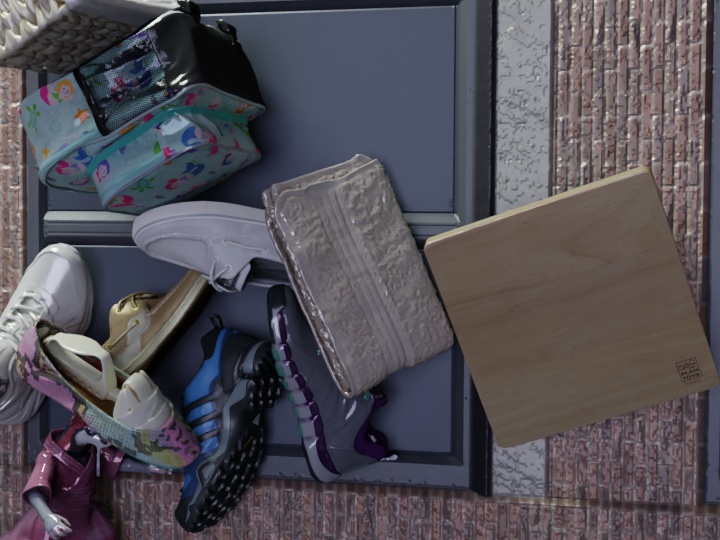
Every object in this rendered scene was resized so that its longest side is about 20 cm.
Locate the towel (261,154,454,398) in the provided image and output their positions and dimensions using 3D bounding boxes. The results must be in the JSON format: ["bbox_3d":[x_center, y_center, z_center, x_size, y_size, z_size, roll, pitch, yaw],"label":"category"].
[{"bbox_3d":[0.000,0.000,1.126,0.034,0.132,0.200,-28,85,56],"label":"towel"}]

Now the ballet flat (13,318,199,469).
[{"bbox_3d":[-0.231,0.108,1.145,0.200,0.069,0.071,31,127,12],"label":"ballet flat"}]

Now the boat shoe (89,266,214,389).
[{"bbox_3d":[-0.214,0.058,1.201,0.066,0.074,0.200,42,101,4],"label":"boat shoe"}]

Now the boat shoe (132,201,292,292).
[{"bbox_3d":[-0.110,-0.012,1.147,0.200,0.072,0.069,9,57,-12],"label":"boat shoe"}]

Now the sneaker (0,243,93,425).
[{"bbox_3d":[-0.327,0.068,1.216,0.078,0.099,0.200,25,98,12],"label":"sneaker"}]

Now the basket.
[{"bbox_3d":[-0.271,-0.259,1.144,0.123,0.200,0.136,-34,84,19],"label":"basket"}]

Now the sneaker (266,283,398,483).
[{"bbox_3d":[-0.026,0.096,1.148,0.087,0.074,0.200,-14,113,4],"label":"sneaker"}]

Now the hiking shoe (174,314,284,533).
[{"bbox_3d":[-0.137,0.150,1.196,0.087,0.074,0.200,24,94,30],"label":"hiking shoe"}]

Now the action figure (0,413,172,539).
[{"bbox_3d":[-0.280,0.214,1.213,0.149,0.134,0.200,22,109,39],"label":"action figure"}]

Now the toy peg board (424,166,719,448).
[{"bbox_3d":[0.186,0.024,1.103,0.200,0.098,0.199,-18,103,15],"label":"toy peg board"}]

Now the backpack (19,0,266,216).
[{"bbox_3d":[-0.199,-0.133,1.139,0.200,0.178,0.151,-20,82,18],"label":"backpack"}]
